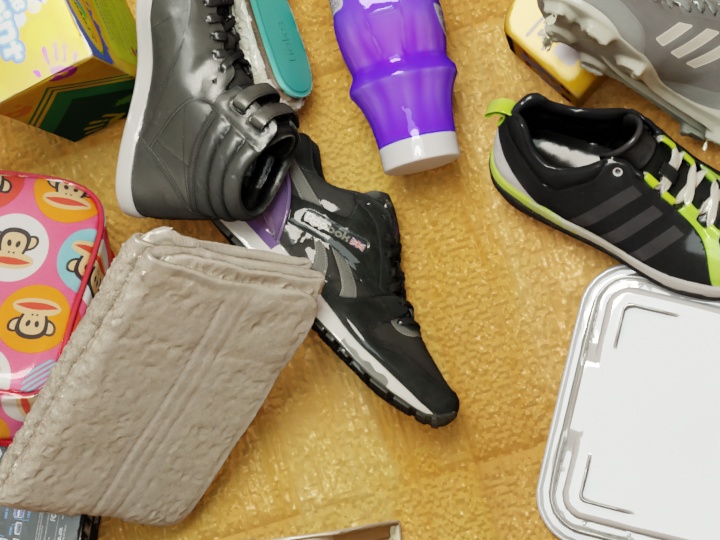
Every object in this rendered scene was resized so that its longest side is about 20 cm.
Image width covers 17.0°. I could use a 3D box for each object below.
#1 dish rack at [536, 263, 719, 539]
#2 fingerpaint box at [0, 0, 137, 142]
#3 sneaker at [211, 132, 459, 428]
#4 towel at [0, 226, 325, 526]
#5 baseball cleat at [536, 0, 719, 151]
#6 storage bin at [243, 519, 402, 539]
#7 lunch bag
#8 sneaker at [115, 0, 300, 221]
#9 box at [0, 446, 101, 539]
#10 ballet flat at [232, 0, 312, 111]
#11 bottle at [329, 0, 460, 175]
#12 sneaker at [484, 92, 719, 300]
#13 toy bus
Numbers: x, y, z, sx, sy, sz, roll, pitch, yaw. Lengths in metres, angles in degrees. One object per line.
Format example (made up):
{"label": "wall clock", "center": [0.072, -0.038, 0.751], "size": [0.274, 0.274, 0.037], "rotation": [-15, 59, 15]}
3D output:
{"label": "dish rack", "center": [0.210, 0.093, 1.387], "size": [0.199, 0.044, 0.172], "rotation": [13, 87, 9]}
{"label": "fingerpaint box", "center": [-0.202, -0.185, 1.400], "size": [0.073, 0.167, 0.201], "rotation": [-26, 83, 8]}
{"label": "sneaker", "center": [0.000, 0.000, 1.408], "size": [0.088, 0.076, 0.200], "rotation": [-43, 81, -4]}
{"label": "towel", "center": [-0.114, 0.063, 1.357], "size": [0.200, 0.132, 0.035], "rotation": [-56, 43, 25]}
{"label": "baseball cleat", "center": [0.178, -0.140, 1.358], "size": [0.070, 0.200, 0.107], "rotation": [20, 81, 48]}
{"label": "storage bin", "center": [-0.030, 0.244, 1.327], "size": [0.093, 0.199, 0.201], "rotation": [-6, 85, 10]}
{"label": "lunch bag", "center": [-0.251, 0.025, 1.401], "size": [0.199, 0.082, 0.177], "rotation": [10, 59, 8]}
{"label": "sneaker", "center": [-0.075, -0.119, 1.371], "size": [0.099, 0.071, 0.201], "rotation": [14, 102, 24]}
{"label": "box", "center": [-0.259, 0.162, 1.437], "size": [0.197, 0.050, 0.201], "rotation": [8, 85, 10]}
{"label": "ballet flat", "center": [-0.081, -0.183, 1.440], "size": [0.071, 0.072, 0.201], "rotation": [-11, 82, 6]}
{"label": "bottle", "center": [0.014, -0.158, 1.413], "size": [0.065, 0.084, 0.201], "rotation": [-14, 83, 5]}
{"label": "sneaker", "center": [0.161, -0.046, 1.373], "size": [0.199, 0.083, 0.072], "rotation": [19, 61, 9]}
{"label": "toy bus", "center": [0.165, -0.197, 1.406], "size": [0.078, 0.065, 0.200], "rotation": [42, 91, 8]}
